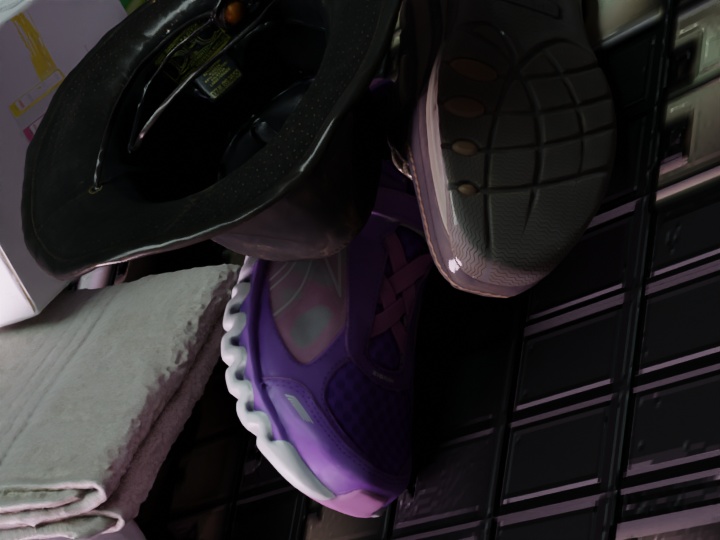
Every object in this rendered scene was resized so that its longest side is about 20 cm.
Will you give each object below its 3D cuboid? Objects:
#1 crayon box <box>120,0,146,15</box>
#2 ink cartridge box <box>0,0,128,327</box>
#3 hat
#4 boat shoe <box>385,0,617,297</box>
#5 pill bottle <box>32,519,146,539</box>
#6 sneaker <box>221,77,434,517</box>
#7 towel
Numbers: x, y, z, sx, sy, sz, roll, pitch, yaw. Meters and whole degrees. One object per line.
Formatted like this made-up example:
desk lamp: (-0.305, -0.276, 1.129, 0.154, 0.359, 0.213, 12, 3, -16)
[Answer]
crayon box: (-0.121, -0.197, 1.168, 0.200, 0.058, 0.119, -64, 27, 12)
ink cartridge box: (-0.200, -0.051, 1.008, 0.128, 0.125, 0.200, -17, 21, 35)
hat: (-0.039, -0.048, 0.745, 0.200, 0.081, 0.201, -29, 33, 21)
boat shoe: (0.049, -0.062, 0.745, 0.073, 0.074, 0.200, 121, 162, -45)
pill bottle: (-0.179, 0.127, 0.982, 0.114, 0.114, 0.200, -66, 26, 7)
sneaker: (0.000, 0.000, 0.782, 0.088, 0.080, 0.201, -31, 45, 30)
towel: (-0.133, 0.062, 0.898, 0.132, 0.035, 0.200, -9, 27, 22)
